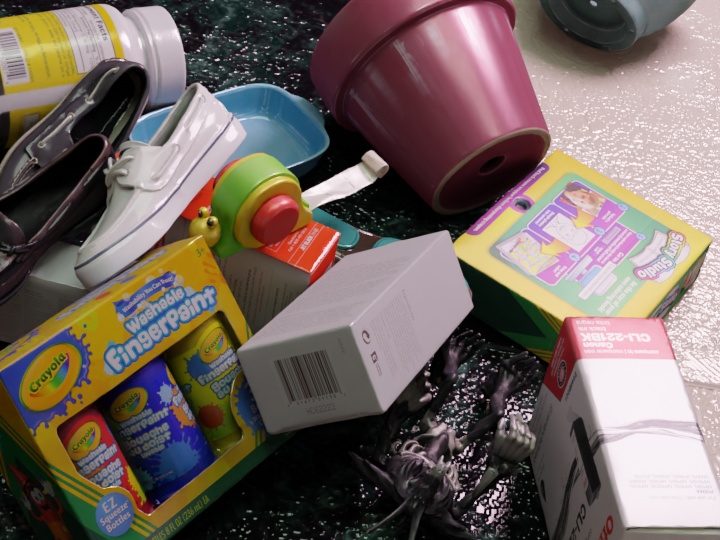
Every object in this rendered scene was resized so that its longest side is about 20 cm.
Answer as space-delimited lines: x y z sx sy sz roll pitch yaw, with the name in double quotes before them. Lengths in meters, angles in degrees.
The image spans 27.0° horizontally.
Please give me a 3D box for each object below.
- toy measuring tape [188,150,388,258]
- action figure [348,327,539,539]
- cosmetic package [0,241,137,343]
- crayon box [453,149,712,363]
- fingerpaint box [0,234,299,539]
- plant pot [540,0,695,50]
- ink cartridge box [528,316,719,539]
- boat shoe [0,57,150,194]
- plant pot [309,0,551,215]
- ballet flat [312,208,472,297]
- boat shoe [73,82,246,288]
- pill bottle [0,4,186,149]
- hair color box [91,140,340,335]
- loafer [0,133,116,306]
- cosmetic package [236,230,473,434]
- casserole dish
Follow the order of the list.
"toy measuring tape" -0.053 -0.070 1.186 0.199 0.074 0.074 -27 56 -32
"action figure" 0.067 0.122 1.143 0.118 0.102 0.200 30 42 1
"cosmetic package" -0.244 0.019 1.185 0.199 0.083 0.051 15 43 1
"crayon box" 0.192 -0.004 1.338 0.172 0.058 0.200 33 46 18
"fingerpaint box" -0.159 0.096 1.065 0.200 0.073 0.168 -36 105 -40
"plant pot" 0.272 -0.324 1.618 0.199 0.201 0.135 27 71 15
"ink cartridge box" 0.192 0.155 1.107 0.083 0.145 0.201 1 44 -11
"boat shoe" -0.245 -0.101 1.273 0.073 0.063 0.201 42 68 -25
"plant pot" 0.078 -0.160 1.391 0.199 0.200 0.180 -17 66 -29
"ballet flat" 0.000 0.000 1.278 0.199 0.068 0.068 27 39 13
"boat shoe" -0.166 -0.068 1.154 0.065 0.073 0.200 50 47 -18
"pill bottle" -0.267 -0.179 1.365 0.199 0.115 0.115 -13 49 -27
"hair color box" -0.123 -0.019 1.242 0.199 0.102 0.061 24 45 10
"loafer" -0.260 -0.037 1.130 0.072 0.063 0.200 35 54 18
"cosmetic package" 0.001 0.043 1.135 0.101 0.072 0.200 -14 15 29
"casserole dish" -0.122 -0.111 1.385 0.199 0.039 0.121 -22 53 -33
